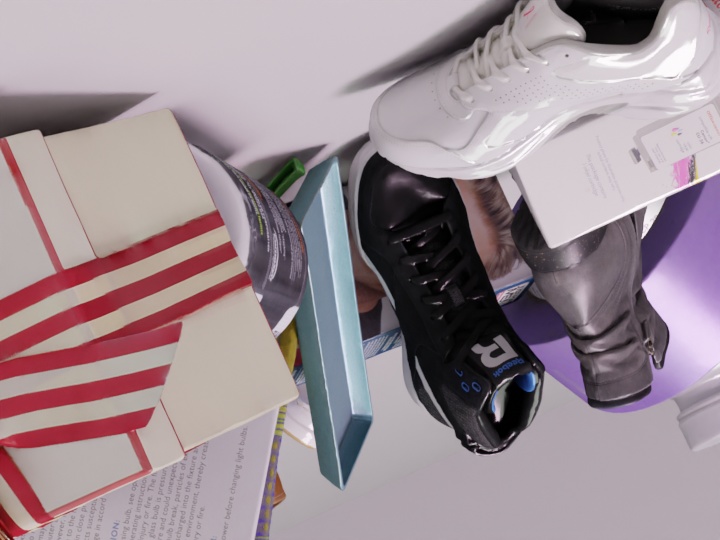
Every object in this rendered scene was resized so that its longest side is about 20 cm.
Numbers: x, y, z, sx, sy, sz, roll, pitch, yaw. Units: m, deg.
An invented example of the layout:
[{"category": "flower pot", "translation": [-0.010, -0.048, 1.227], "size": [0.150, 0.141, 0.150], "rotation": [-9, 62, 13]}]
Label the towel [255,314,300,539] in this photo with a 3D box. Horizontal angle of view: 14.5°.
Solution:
[{"category": "towel", "translation": [-0.095, 0.105, 1.681], "size": [0.143, 0.200, 0.023], "rotation": [-2, 167, 43]}]

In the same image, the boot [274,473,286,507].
[{"category": "boot", "translation": [-0.099, 0.087, 1.834], "size": [0.074, 0.155, 0.200], "rotation": [-24, 171, 6]}]

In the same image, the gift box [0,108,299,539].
[{"category": "gift box", "translation": [-0.152, 0.022, 1.313], "size": [0.200, 0.185, 0.187], "rotation": [-31, 176, 27]}]

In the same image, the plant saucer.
[{"category": "plant saucer", "translation": [-0.019, 0.032, 1.666], "size": [0.019, 0.200, 0.070], "rotation": [5, -142, 16]}]

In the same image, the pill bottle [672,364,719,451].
[{"category": "pill bottle", "translation": [0.274, 0.041, 2.353], "size": [0.119, 0.200, 0.120], "rotation": [-23, 170, -4]}]

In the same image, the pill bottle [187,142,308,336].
[{"category": "pill bottle", "translation": [-0.087, -0.006, 1.504], "size": [0.106, 0.106, 0.200], "rotation": [-25, 170, 7]}]

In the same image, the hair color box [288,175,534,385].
[{"category": "hair color box", "translation": [0.000, 0.000, 1.766], "size": [0.200, 0.100, 0.061], "rotation": [-21, 167, -19]}]

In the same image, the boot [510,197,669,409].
[{"category": "boot", "translation": [0.149, -0.017, 1.679], "size": [0.070, 0.132, 0.200], "rotation": [-6, -147, 32]}]

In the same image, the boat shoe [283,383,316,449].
[{"category": "boat shoe", "translation": [-0.034, 0.040, 1.840], "size": [0.069, 0.071, 0.200], "rotation": [-42, -156, 18]}]

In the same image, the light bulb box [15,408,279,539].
[{"category": "light bulb box", "translation": [-0.159, 0.101, 1.536], "size": [0.200, 0.125, 0.198], "rotation": [12, 173, -7]}]

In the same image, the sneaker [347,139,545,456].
[{"category": "sneaker", "translation": [0.061, 0.018, 1.672], "size": [0.073, 0.200, 0.112], "rotation": [-29, -147, -17]}]

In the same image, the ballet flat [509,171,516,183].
[{"category": "ballet flat", "translation": [0.184, -0.101, 1.763], "size": [0.200, 0.076, 0.064], "rotation": [-25, -169, 28]}]

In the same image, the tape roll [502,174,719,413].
[{"category": "tape roll", "translation": [0.179, -0.014, 1.822], "size": [0.085, 0.200, 0.200], "rotation": [36, 133, -26]}]

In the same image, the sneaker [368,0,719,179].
[{"category": "sneaker", "translation": [0.091, -0.115, 1.495], "size": [0.200, 0.078, 0.099], "rotation": [-19, 147, 11]}]

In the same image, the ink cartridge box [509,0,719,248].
[{"category": "ink cartridge box", "translation": [0.174, -0.101, 1.588], "size": [0.200, 0.068, 0.117], "rotation": [-24, -154, 2]}]

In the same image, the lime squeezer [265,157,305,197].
[{"category": "lime squeezer", "translation": [-0.106, -0.005, 1.675], "size": [0.200, 0.038, 0.071], "rotation": [-26, 170, 16]}]
